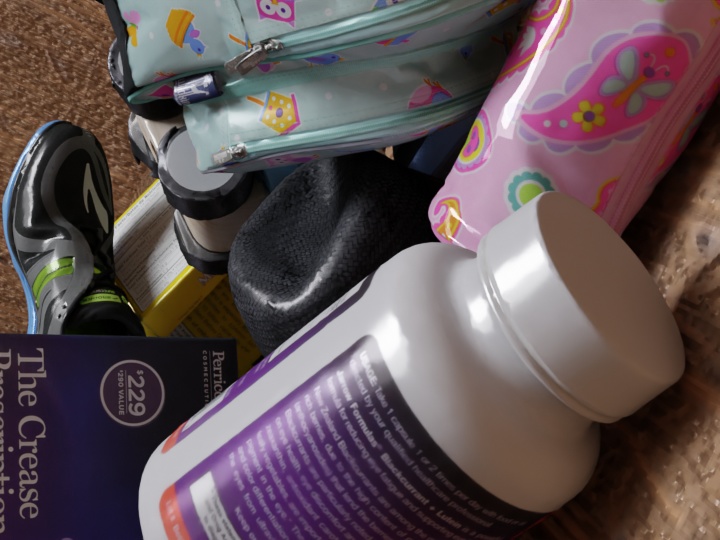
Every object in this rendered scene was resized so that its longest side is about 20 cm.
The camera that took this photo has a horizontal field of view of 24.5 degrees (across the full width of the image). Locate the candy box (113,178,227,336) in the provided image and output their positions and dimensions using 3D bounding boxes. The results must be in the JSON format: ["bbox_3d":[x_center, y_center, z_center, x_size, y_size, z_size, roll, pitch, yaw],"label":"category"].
[{"bbox_3d":[-0.068,-0.058,0.968,0.200,0.026,0.102,-45,34,1],"label":"candy box"}]

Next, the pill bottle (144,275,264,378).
[{"bbox_3d":[-0.065,-0.005,1.031,0.200,0.113,0.113,-41,17,6],"label":"pill bottle"}]

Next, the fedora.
[{"bbox_3d":[0.000,0.000,0.770,0.200,0.092,0.201,-32,25,17],"label":"fedora"}]

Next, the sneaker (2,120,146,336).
[{"bbox_3d":[-0.153,0.014,0.925,0.083,0.071,0.200,-14,73,43],"label":"sneaker"}]

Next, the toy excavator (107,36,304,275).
[{"bbox_3d":[-0.036,-0.121,0.885,0.100,0.200,0.195,89,156,-67],"label":"toy excavator"}]

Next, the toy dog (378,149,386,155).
[{"bbox_3d":[-0.063,-0.030,1.189,0.200,0.096,0.132,-60,14,19],"label":"toy dog"}]

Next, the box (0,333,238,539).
[{"bbox_3d":[-0.127,0.132,0.736,0.079,0.141,0.200,-24,66,60],"label":"box"}]

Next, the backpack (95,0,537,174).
[{"bbox_3d":[0.000,-0.131,0.725,0.200,0.154,0.176,-17,5,44],"label":"backpack"}]

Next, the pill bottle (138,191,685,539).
[{"bbox_3d":[0.019,0.060,0.626,0.200,0.111,0.112,-39,25,26],"label":"pill bottle"}]

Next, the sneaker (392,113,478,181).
[{"bbox_3d":[0.037,-0.115,0.989,0.074,0.082,0.200,-49,22,44],"label":"sneaker"}]

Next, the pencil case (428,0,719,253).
[{"bbox_3d":[0.106,-0.082,0.662,0.200,0.087,0.087,-60,14,16],"label":"pencil case"}]
